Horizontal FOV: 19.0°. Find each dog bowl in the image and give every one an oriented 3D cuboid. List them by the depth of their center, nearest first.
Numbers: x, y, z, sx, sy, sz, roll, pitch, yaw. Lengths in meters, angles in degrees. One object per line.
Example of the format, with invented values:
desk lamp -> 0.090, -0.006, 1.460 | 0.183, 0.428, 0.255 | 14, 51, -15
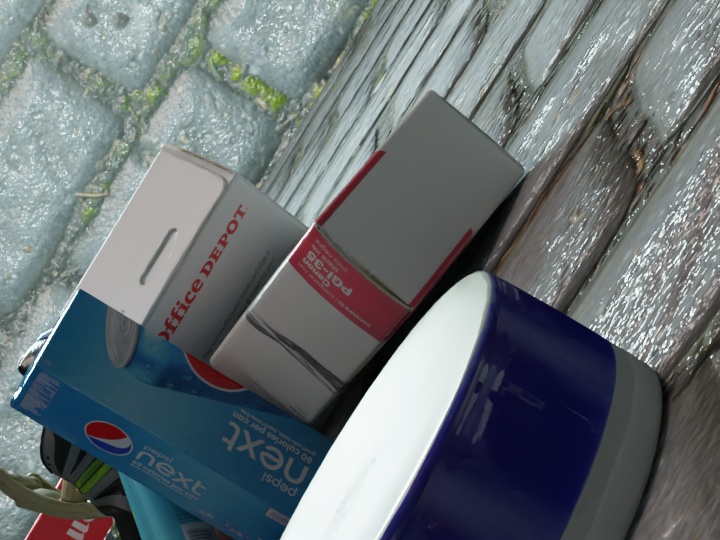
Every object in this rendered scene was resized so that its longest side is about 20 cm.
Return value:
dog bowl -> 0.029, 0.103, 0.832 | 0.201, 0.078, 0.200 | -58, 7, 11

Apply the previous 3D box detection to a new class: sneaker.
sneaker -> -0.182, 0.133, 1.534 | 0.082, 0.201, 0.071 | -21, 7, 23

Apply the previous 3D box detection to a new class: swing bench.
swing bench -> -0.188, 0.117, 1.736 | 0.201, 0.129, 0.199 | -63, -2, -5

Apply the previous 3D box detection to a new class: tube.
tube -> -0.138, 0.140, 1.450 | 0.050, 0.201, 0.077 | -27, -23, 7

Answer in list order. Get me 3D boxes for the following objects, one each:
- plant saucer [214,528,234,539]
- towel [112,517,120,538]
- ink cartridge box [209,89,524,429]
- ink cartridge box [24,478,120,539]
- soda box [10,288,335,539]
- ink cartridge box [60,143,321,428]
plant saucer -> -0.126, 0.234, 1.553 | 0.201, 0.034, 0.200 | -58, 6, 10
towel -> -0.118, 0.098, 1.619 | 0.152, 0.023, 0.201 | -13, -59, -50
ink cartridge box -> 0.000, 0.000, 1.371 | 0.147, 0.083, 0.200 | -51, 1, -36
ink cartridge box -> -0.226, 0.211, 1.931 | 0.201, 0.083, 0.176 | -61, -13, -17
soda box -> -0.118, 0.099, 1.378 | 0.064, 0.199, 0.068 | -49, 12, 51
ink cartridge box -> -0.092, 0.023, 1.508 | 0.084, 0.200, 0.145 | 26, 82, 42
